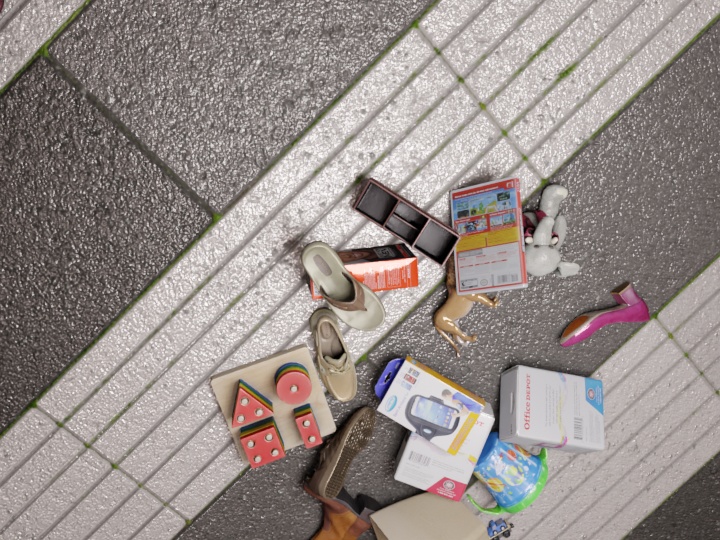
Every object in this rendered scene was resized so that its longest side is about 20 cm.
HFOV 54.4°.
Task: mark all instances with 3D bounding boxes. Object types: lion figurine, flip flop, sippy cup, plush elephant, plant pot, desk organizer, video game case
[{"bbox_3d":[0.192,0.069,1.380,0.122,0.072,0.201,28,106,2],"label":"lion figurine"},{"bbox_3d":[-0.030,0.033,1.230,0.081,0.058,0.200,-36,109,2],"label":"flip flop"},{"bbox_3d":[0.300,0.415,1.474,0.130,0.140,0.178,40,53,-8],"label":"sippy cup"},{"bbox_3d":[0.328,-0.056,1.323,0.164,0.155,0.201,1,105,-10],"label":"plush elephant"},{"bbox_3d":[0.162,0.576,1.447,0.177,0.200,0.201,-29,125,-18],"label":"plant pot"},{"bbox_3d":[0.083,-0.088,1.284,0.199,0.077,0.072,32,98,-1],"label":"desk organizer"},{"bbox_3d":[0.233,-0.061,1.288,0.017,0.143,0.201,5,79,-48],"label":"video game case"}]

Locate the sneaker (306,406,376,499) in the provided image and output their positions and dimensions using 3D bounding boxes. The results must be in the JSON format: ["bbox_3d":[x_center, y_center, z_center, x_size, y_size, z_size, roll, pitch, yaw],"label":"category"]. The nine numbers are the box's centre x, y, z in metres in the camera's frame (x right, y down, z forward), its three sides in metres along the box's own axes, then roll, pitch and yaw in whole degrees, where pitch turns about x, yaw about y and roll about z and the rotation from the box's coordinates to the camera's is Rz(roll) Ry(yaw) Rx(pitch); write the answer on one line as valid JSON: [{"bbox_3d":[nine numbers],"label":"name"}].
[{"bbox_3d":[-0.045,0.356,1.416,0.070,0.075,0.200,48,65,-40],"label":"sneaker"}]

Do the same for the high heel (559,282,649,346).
[{"bbox_3d":[0.508,0.118,1.455,0.200,0.067,0.096,-37,99,-12],"label":"high heel"}]

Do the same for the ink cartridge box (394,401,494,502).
[{"bbox_3d":[0.169,0.347,1.433,0.147,0.086,0.201,21,101,1],"label":"ink cartridge box"}]

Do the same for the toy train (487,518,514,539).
[{"bbox_3d":[0.251,0.609,1.567,0.199,0.034,0.046,-29,96,0],"label":"toy train"}]

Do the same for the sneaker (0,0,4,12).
[{"bbox_3d":[-0.615,-0.460,1.088,0.115,0.076,0.201,-7,117,-14],"label":"sneaker"}]

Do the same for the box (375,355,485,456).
[{"bbox_3d":[0.127,0.256,1.360,0.199,0.041,0.119,29,102,3],"label":"box"}]

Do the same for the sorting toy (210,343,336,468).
[{"bbox_3d":[-0.167,0.274,1.374,0.199,0.070,0.200,-19,108,-4],"label":"sorting toy"}]

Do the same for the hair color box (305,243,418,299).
[{"bbox_3d":[0.000,0.000,1.309,0.199,0.102,0.062,-8,108,-9],"label":"hair color box"}]

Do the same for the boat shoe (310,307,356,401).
[{"bbox_3d":[-0.051,0.174,1.368,0.072,0.065,0.201,-15,108,-6],"label":"boat shoe"}]

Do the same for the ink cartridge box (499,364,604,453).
[{"bbox_3d":[0.390,0.287,1.440,0.199,0.085,0.145,12,67,-14],"label":"ink cartridge box"}]

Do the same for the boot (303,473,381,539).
[{"bbox_3d":[-0.081,0.538,1.482,0.188,0.069,0.200,28,106,-24],"label":"boot"}]
